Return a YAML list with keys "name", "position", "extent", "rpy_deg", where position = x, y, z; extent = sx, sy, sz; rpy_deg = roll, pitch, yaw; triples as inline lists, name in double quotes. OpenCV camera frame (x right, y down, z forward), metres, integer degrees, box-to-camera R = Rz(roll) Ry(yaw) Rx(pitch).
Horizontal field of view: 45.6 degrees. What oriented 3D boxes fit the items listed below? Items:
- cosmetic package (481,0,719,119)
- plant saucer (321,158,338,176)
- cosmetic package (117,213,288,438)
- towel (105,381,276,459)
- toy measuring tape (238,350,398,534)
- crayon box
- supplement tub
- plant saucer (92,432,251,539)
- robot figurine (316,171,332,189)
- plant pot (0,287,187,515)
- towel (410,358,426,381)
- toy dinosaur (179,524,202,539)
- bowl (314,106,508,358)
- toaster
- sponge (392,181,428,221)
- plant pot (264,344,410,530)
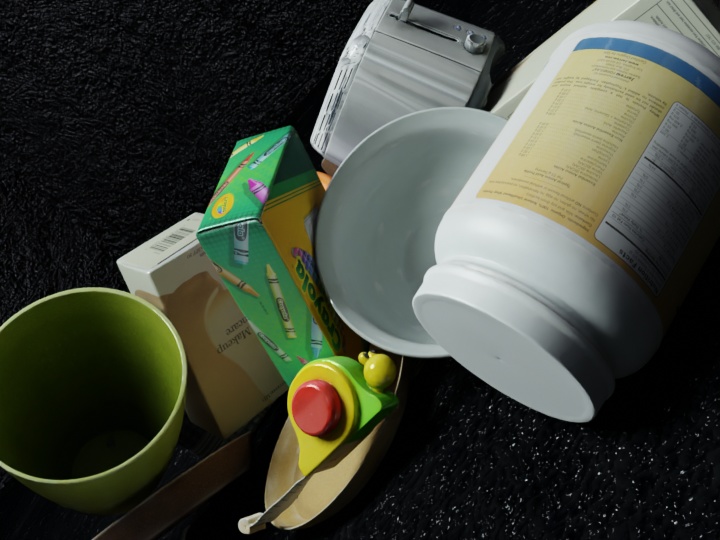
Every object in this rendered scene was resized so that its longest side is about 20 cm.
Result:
- name: "cosmetic package"
  position: [0.200, -0.153, 0.683]
  extent: [0.199, 0.105, 0.072]
  rpy_deg: [-32, 22, 44]
- name: "plant saucer"
  position: [0.056, -0.123, 0.957]
  extent: [0.197, 0.035, 0.200]
  rpy_deg: [-13, -6, -1]
- name: "cosmetic package"
  position: [-0.153, 0.056, 0.872]
  extent: [0.105, 0.202, 0.071]
  rpy_deg: [-37, 32, -30]
- name: "towel"
  position: [-0.160, 0.100, 0.965]
  extent: [0.201, 0.193, 0.034]
  rpy_deg: [-52, 34, -9]
- name: "toy measuring tape"
  position: [-0.044, 0.126, 0.675]
  extent: [0.200, 0.073, 0.074]
  rpy_deg: [-47, 16, 25]
- name: "crayon box"
  position: [-0.052, 0.001, 0.705]
  extent: [0.057, 0.202, 0.120]
  rpy_deg: [-10, 39, 20]
- name: "supplement tub"
  position: [0.133, -0.029, 0.511]
  extent: [0.201, 0.144, 0.144]
  rpy_deg: [-55, 17, -15]
- name: "plant saucer"
  position: [-0.185, 0.234, 0.860]
  extent: [0.199, 0.035, 0.200]
  rpy_deg: [-35, -7, -5]
- name: "robot figurine"
  position: [-0.033, -0.031, 0.928]
  extent: [0.115, 0.199, 0.146]
  rpy_deg: [6, 76, 37]
- name: "plant pot"
  position: [-0.249, 0.151, 0.818]
  extent: [0.201, 0.185, 0.188]
  rpy_deg: [96, -161, -55]
- name: "towel"
  position: [0.015, 0.078, 0.834]
  extent: [0.087, 0.018, 0.199]
  rpy_deg: [-58, 17, -26]
- name: "toy dinosaur"
  position: [-0.212, 0.328, 0.832]
  extent: [0.102, 0.078, 0.200]
  rpy_deg: [-28, -12, -38]
- name: "bowl"
  position: [0.069, -0.019, 0.686]
  extent: [0.202, 0.200, 0.090]
  rpy_deg: [-52, -25, -5]
- name: "toaster"
  position: [0.037, -0.151, 0.785]
  extent: [0.114, 0.128, 0.201]
  rpy_deg: [-65, 2, -39]
- name: "sponge"
  position: [0.000, 0.000, 0.813]
  extent: [0.199, 0.112, 0.030]
  rpy_deg: [-37, 13, 35]
- name: "plant pot"
  position: [-0.016, 0.135, 0.747]
  extent: [0.200, 0.027, 0.201]
  rpy_deg: [-47, 22, 25]
